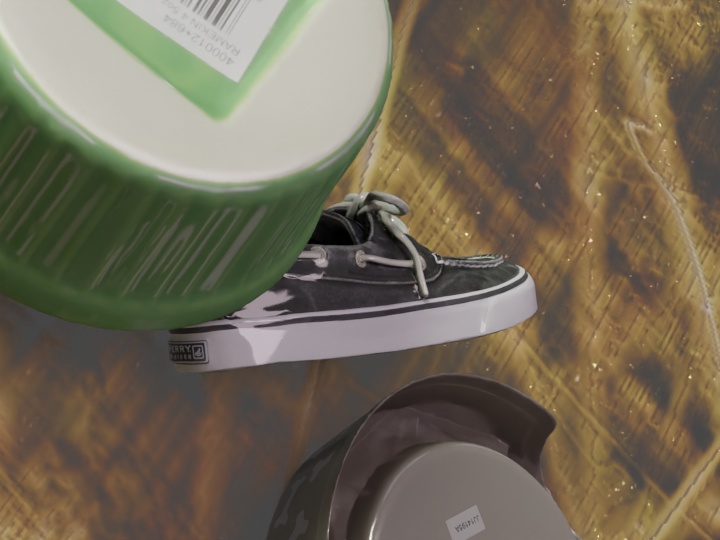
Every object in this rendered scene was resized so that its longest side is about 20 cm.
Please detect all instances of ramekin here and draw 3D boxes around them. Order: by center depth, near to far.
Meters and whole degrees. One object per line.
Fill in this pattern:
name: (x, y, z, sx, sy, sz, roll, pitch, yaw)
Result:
ramekin: (-0.085, -0.086, 0.961, 0.200, 0.098, 0.200, 13, 58, -22)

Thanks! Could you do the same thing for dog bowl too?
dog bowl: (0.039, 0.147, 1.066, 0.200, 0.059, 0.201, 20, 61, -40)

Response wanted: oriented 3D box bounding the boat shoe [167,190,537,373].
boat shoe: (-0.002, 0.000, 1.072, 0.199, 0.074, 0.068, -6, 93, -37)
